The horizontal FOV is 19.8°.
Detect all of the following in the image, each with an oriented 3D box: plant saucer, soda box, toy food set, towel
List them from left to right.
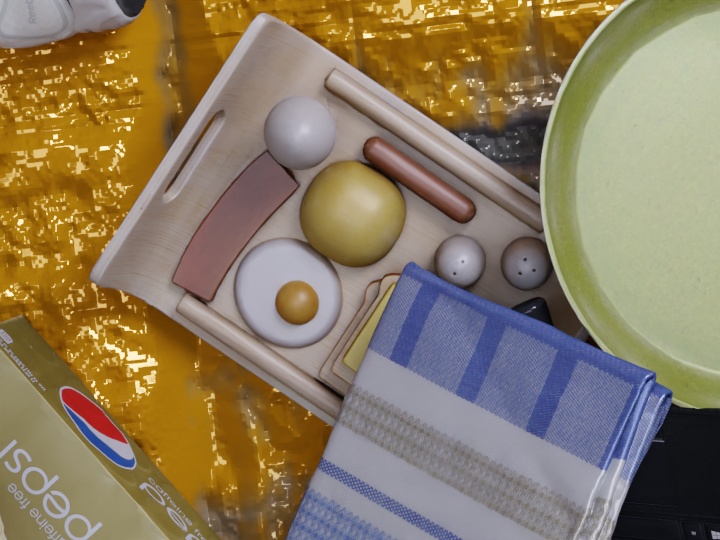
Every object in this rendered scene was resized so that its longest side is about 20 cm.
[{"bbox_3d":[-0.118,0.117,0.936,0.064,0.068,0.200,-41,89,8],"label":"soda box"},{"bbox_3d":[0.000,0.000,0.914,0.199,0.060,0.144,34,98,1],"label":"toy food set"},{"bbox_3d":[0.035,0.112,0.848,0.146,0.024,0.201,24,93,38],"label":"towel"},{"bbox_3d":[0.172,-0.034,0.890,0.198,0.031,0.202,0,88,-7],"label":"plant saucer"}]

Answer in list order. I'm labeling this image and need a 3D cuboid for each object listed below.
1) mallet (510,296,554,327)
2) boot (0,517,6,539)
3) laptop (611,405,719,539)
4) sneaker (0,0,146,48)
[{"bbox_3d":[0.103,0.111,0.902,0.066,0.041,0.201,-31,95,11],"label":"mallet"},{"bbox_3d":[-0.218,0.162,0.944,0.199,0.073,0.156,2,124,35],"label":"boot"},{"bbox_3d":[0.086,0.164,0.840,0.176,0.103,0.201,0,114,37],"label":"laptop"},{"bbox_3d":[-0.165,-0.195,0.916,0.080,0.075,0.202,-17,92,17],"label":"sneaker"}]
